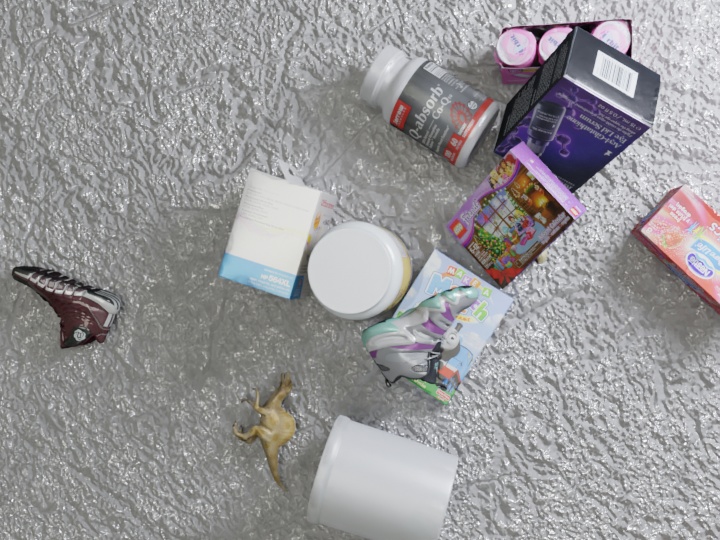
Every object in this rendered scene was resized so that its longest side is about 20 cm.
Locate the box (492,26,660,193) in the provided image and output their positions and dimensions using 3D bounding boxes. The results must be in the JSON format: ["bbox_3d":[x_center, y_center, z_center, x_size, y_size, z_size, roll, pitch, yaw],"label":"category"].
[{"bbox_3d":[0.308,-0.224,1.235,0.147,0.200,0.105,26,58,-9],"label":"box"}]

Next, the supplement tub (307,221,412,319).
[{"bbox_3d":[0.000,0.000,1.311,0.144,0.200,0.147,0,91,10],"label":"supplement tub"}]

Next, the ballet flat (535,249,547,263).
[{"bbox_3d":[0.272,-0.111,1.333,0.056,0.066,0.202,-8,90,-1],"label":"ballet flat"}]

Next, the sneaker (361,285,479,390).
[{"bbox_3d":[0.114,0.117,1.324,0.199,0.078,0.141,-27,87,19],"label":"sneaker"}]

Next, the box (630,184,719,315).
[{"bbox_3d":[0.514,-0.025,1.276,0.200,0.103,0.095,44,97,5],"label":"box"}]

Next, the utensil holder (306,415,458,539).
[{"bbox_3d":[0.036,0.336,1.325,0.198,0.170,0.171,17,93,7],"label":"utensil holder"}]

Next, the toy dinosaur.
[{"bbox_3d":[-0.156,0.267,1.411,0.100,0.058,0.202,5,91,8],"label":"toy dinosaur"}]

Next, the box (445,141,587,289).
[{"bbox_3d":[0.228,-0.078,1.289,0.137,0.039,0.200,49,141,10],"label":"box"}]

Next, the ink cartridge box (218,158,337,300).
[{"bbox_3d":[-0.125,-0.069,1.367,0.124,0.129,0.202,18,94,8],"label":"ink cartridge box"}]

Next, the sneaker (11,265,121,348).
[{"bbox_3d":[-0.517,0.071,1.463,0.199,0.076,0.116,20,97,8],"label":"sneaker"}]

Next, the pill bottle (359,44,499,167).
[{"bbox_3d":[0.106,-0.258,1.334,0.199,0.116,0.116,33,95,8],"label":"pill bottle"}]

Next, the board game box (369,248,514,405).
[{"bbox_3d":[0.130,0.090,1.373,0.151,0.037,0.201,32,95,8],"label":"board game box"}]

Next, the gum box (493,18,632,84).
[{"bbox_3d":[0.303,-0.330,1.301,0.198,0.113,0.067,-1,90,10],"label":"gum box"}]
